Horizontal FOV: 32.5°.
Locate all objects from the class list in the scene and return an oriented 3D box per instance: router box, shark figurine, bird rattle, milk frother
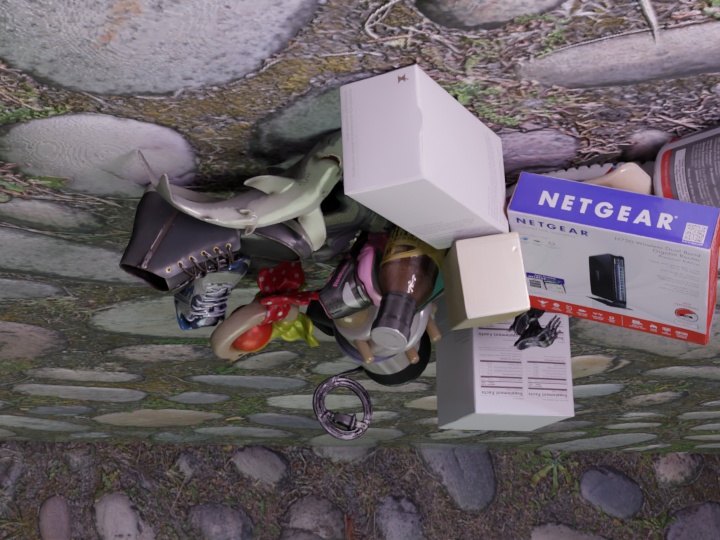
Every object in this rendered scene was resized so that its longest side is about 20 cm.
[{"bbox_3d":[0.253,-0.010,1.229,0.197,0.049,0.180,12,151,22],"label":"router box"},{"bbox_3d":[-0.111,-0.084,1.256,0.211,0.090,0.129,-9,131,-1],"label":"shark figurine"},{"bbox_3d":[-0.124,0.069,1.636,0.162,0.114,0.200,-32,173,-3],"label":"bird rattle"},{"bbox_3d":[0.004,0.139,1.817,0.178,0.203,0.188,-1,165,13],"label":"milk frother"}]

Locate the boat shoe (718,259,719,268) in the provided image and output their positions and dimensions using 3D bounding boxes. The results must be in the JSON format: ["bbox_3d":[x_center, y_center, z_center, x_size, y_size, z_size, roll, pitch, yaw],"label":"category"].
[{"bbox_3d":[0.408,-0.073,1.342,0.071,0.072,0.200,21,135,-26],"label":"boat shoe"}]

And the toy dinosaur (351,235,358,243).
[{"bbox_3d":[0.049,-0.027,1.522,0.087,0.048,0.199,-4,162,33],"label":"toy dinosaur"}]

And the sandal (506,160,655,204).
[{"bbox_3d":[0.239,-0.079,1.337,0.200,0.051,0.082,-10,161,31],"label":"sandal"}]

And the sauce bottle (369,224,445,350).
[{"bbox_3d":[0.055,-0.011,1.283,0.064,0.202,0.065,11,144,8],"label":"sauce bottle"}]

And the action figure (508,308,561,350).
[{"bbox_3d":[0.179,0.010,1.523,0.102,0.200,0.119,-37,133,-1],"label":"action figure"}]

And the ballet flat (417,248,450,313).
[{"bbox_3d":[0.110,-0.018,1.467,0.199,0.068,0.064,-33,-165,1],"label":"ballet flat"}]

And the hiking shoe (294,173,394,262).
[{"bbox_3d":[-0.043,-0.070,1.338,0.100,0.077,0.199,28,149,-28],"label":"hiking shoe"}]

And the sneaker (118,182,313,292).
[{"bbox_3d":[-0.153,-0.017,1.320,0.197,0.107,0.075,13,155,9],"label":"sneaker"}]

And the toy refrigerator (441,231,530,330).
[{"bbox_3d":[0.127,0.014,1.259,0.069,0.077,0.200,-8,174,-2],"label":"toy refrigerator"}]

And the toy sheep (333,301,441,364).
[{"bbox_3d":[0.035,0.053,1.641,0.137,0.140,0.199,-14,166,38],"label":"toy sheep"}]

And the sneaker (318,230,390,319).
[{"bbox_3d":[0.000,0.000,1.384,0.095,0.080,0.200,-30,-171,18],"label":"sneaker"}]

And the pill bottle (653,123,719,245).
[{"bbox_3d":[0.389,-0.095,1.170,0.115,0.118,0.199,13,159,-42],"label":"pill bottle"}]

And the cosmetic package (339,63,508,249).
[{"bbox_3d":[0.063,-0.099,1.144,0.084,0.109,0.199,-11,161,27],"label":"cosmetic package"}]

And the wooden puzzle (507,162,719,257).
[{"bbox_3d":[0.251,-0.043,1.304,0.199,0.047,0.184,-20,137,41],"label":"wooden puzzle"}]

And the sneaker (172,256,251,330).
[{"bbox_3d":[-0.196,0.032,1.628,0.076,0.087,0.200,5,162,-23],"label":"sneaker"}]

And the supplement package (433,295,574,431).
[{"bbox_3d":[0.198,0.114,1.736,0.148,0.203,0.152,4,164,-16],"label":"supplement package"}]
